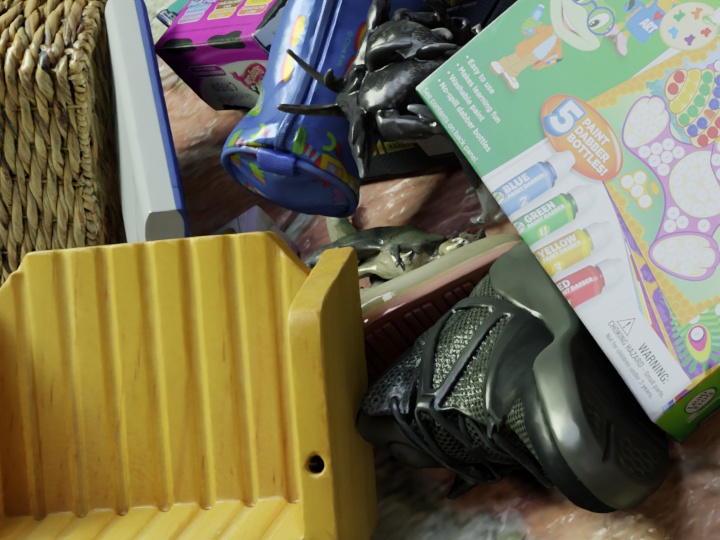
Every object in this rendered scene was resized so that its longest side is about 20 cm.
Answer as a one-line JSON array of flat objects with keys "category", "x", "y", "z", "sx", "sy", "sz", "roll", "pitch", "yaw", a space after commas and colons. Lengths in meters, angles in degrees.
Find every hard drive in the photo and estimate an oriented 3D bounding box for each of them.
[{"category": "hard drive", "x": -0.119, "y": -0.044, "z": 1.398, "sx": 0.025, "sy": 0.133, "sz": 0.201, "roll": -6, "pitch": 40, "yaw": -8}]

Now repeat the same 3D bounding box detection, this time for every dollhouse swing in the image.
[{"category": "dollhouse swing", "x": -0.114, "y": 0.079, "z": 1.084, "sx": 0.199, "sy": 0.183, "sz": 0.176, "roll": -5, "pitch": 0, "yaw": 18}]

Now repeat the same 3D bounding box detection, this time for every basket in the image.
[{"category": "basket", "x": -0.220, "y": -0.097, "z": 1.511, "sx": 0.148, "sy": 0.201, "sz": 0.143, "roll": 3, "pitch": 42, "yaw": 4}]

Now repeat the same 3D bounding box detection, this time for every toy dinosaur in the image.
[{"category": "toy dinosaur", "x": 0.000, "y": 0.000, "z": 1.285, "sx": 0.088, "sy": 0.048, "sz": 0.200, "roll": -35, "pitch": 23, "yaw": -17}]

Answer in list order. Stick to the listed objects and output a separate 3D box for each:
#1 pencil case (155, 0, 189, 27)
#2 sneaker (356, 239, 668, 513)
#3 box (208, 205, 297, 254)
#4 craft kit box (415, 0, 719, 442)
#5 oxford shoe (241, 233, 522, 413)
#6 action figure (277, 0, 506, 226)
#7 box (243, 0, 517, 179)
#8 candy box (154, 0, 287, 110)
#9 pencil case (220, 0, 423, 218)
[{"category": "pencil case", "x": -0.040, "y": -0.203, "z": 1.573, "sx": 0.092, "sy": 0.085, "sz": 0.200, "roll": 33, "pitch": 77, "yaw": 33}, {"category": "sneaker", "x": 0.064, "y": 0.069, "z": 1.071, "sx": 0.114, "sy": 0.076, "sz": 0.200, "roll": -42, "pitch": 24, "yaw": 9}, {"category": "box", "x": -0.060, "y": 0.041, "z": 1.316, "sx": 0.041, "sy": 0.039, "sz": 0.201, "roll": -33, "pitch": 29, "yaw": 22}, {"category": "craft kit box", "x": 0.153, "y": -0.065, "z": 1.057, "sx": 0.197, "sy": 0.048, "sz": 0.200, "roll": -39, "pitch": 61, "yaw": 8}, {"category": "oxford shoe", "x": -0.005, "y": 0.026, "z": 1.190, "sx": 0.199, "sy": 0.071, "sz": 0.074, "roll": -27, "pitch": 48, "yaw": 5}, {"category": "action figure", "x": 0.064, "y": -0.083, "z": 1.233, "sx": 0.199, "sy": 0.102, "sz": 0.119, "roll": -5, "pitch": 49, "yaw": 19}, {"category": "box", "x": 0.030, "y": -0.126, "z": 1.408, "sx": 0.199, "sy": 0.051, "sz": 0.158, "roll": -7, "pitch": 45, "yaw": 51}, {"category": "candy box", "x": -0.016, "y": -0.185, "z": 1.432, "sx": 0.200, "sy": 0.061, "sz": 0.136, "roll": -54, "pitch": 24, "yaw": -16}, {"category": "pencil case", "x": -0.011, "y": -0.130, "z": 1.307, "sx": 0.078, "sy": 0.087, "sz": 0.201, "roll": 13, "pitch": 77, "yaw": 20}]
